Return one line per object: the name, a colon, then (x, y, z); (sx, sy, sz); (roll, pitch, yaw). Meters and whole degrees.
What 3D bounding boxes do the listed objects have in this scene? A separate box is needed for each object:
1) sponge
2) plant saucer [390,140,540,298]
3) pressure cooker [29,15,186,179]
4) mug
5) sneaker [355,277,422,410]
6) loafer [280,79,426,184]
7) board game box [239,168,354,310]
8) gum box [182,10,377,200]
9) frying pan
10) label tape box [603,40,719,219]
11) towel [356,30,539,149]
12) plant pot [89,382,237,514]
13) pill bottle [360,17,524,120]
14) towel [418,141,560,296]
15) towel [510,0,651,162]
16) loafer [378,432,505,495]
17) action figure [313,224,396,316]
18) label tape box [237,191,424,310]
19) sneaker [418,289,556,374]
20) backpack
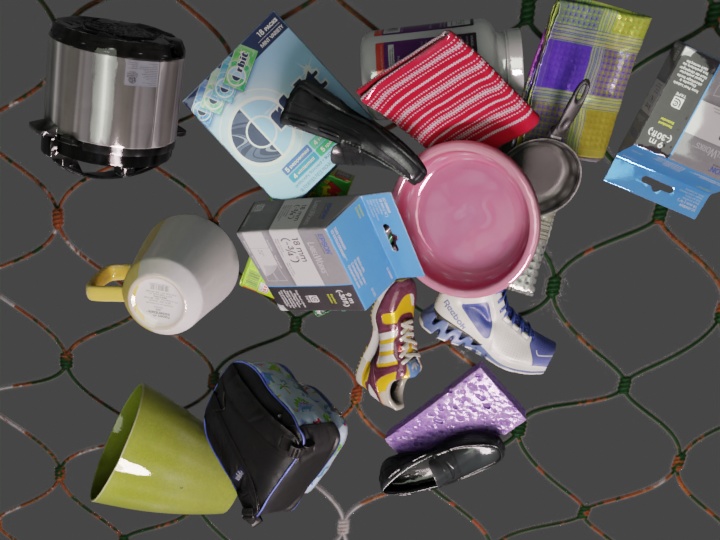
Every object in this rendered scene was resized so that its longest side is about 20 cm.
sponge: (0.145, 0.240, 1.288); (0.200, 0.030, 0.112); (-40, 101, 20)
plant saucer: (0.136, -0.067, 1.067); (0.199, 0.051, 0.202); (7, 106, 25)
pressure cooker: (-0.324, -0.216, 1.088); (0.174, 0.179, 0.201); (11, 112, -1)
mug: (-0.277, 0.025, 1.189); (0.186, 0.153, 0.150); (-33, 105, 18)
sneaker: (0.059, 0.105, 1.205); (0.090, 0.075, 0.201); (37, 127, 35)
loafer: (-0.009, -0.159, 1.036); (0.200, 0.068, 0.071); (34, 96, 10)
board game box: (-0.090, -0.056, 1.182); (0.101, 0.048, 0.201); (21, 107, -1)
gum box: (-0.104, -0.206, 1.102); (0.170, 0.045, 0.200); (-42, 93, 6)
frying pan: (0.224, -0.152, 1.056); (0.114, 0.031, 0.191); (-5, 124, 0)
label tape box: (0.427, -0.171, 1.074); (0.143, 0.063, 0.201); (22, 112, -1)
towel: (0.111, -0.198, 1.015); (0.144, 0.023, 0.199); (-27, 141, 32)
plant pot: (-0.287, 0.300, 1.299); (0.199, 0.188, 0.188); (26, 113, -19)
pill bottle: (0.103, -0.255, 1.055); (0.198, 0.113, 0.113); (-4, 111, 9)
towel: (0.170, -0.085, 1.135); (0.191, 0.035, 0.202); (15, 94, 3)
towel: (0.280, -0.238, 1.064); (0.143, 0.023, 0.201); (7, 113, -18)
loafer: (0.123, 0.299, 1.260); (0.199, 0.070, 0.068); (-18, 109, 14)
action figure: (0.000, 0.000, 1.202); (0.118, 0.055, 0.200); (41, 114, -12)
label tape box: (-0.037, -0.020, 1.063); (0.199, 0.064, 0.145); (-2, 133, 28)
sneaker: (0.193, 0.063, 1.185); (0.198, 0.081, 0.116); (21, 114, 0)
backpack: (-0.132, 0.240, 1.248); (0.200, 0.146, 0.184); (46, 114, 32)
